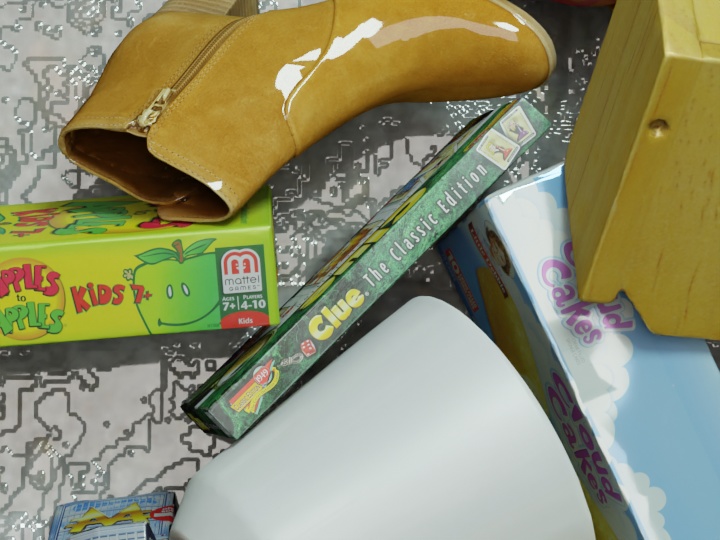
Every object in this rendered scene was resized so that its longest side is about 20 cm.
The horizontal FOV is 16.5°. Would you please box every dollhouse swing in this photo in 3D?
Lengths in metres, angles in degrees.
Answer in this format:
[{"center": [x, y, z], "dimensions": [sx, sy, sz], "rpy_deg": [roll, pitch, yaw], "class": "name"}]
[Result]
[{"center": [0.191, -0.091, 1.100], "dimensions": [0.199, 0.176, 0.182], "rpy_deg": [5, 127, -16], "class": "dollhouse swing"}]

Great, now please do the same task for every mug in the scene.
[{"center": [0.009, 0.129, 1.097], "dimensions": [0.153, 0.149, 0.187], "rpy_deg": [-29, 91, -18], "class": "mug"}]

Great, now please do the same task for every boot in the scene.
[{"center": [-0.025, -0.072, 1.128], "dimensions": [0.200, 0.071, 0.144], "rpy_deg": [11, 47, 20], "class": "boot"}]

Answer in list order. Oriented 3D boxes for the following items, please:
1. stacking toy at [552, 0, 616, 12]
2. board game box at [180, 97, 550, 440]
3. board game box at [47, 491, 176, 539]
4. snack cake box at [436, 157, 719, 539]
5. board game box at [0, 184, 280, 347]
[{"center": [0.135, -0.164, 1.168], "dimensions": [0.199, 0.146, 0.147], "rpy_deg": [28, 84, -13], "class": "stacking toy"}, {"center": [0.000, 0.000, 1.138], "dimensions": [0.200, 0.105, 0.023], "rpy_deg": [-45, 98, -10], "class": "board game box"}, {"center": [-0.109, 0.185, 1.103], "dimensions": [0.061, 0.200, 0.201], "rpy_deg": [-7, 70, -1], "class": "board game box"}, {"center": [0.115, 0.054, 1.135], "dimensions": [0.067, 0.115, 0.201], "rpy_deg": [-24, 85, -11], "class": "snack cake box"}, {"center": [-0.138, -0.001, 1.141], "dimensions": [0.199, 0.102, 0.048], "rpy_deg": [-5, 102, -1], "class": "board game box"}]
